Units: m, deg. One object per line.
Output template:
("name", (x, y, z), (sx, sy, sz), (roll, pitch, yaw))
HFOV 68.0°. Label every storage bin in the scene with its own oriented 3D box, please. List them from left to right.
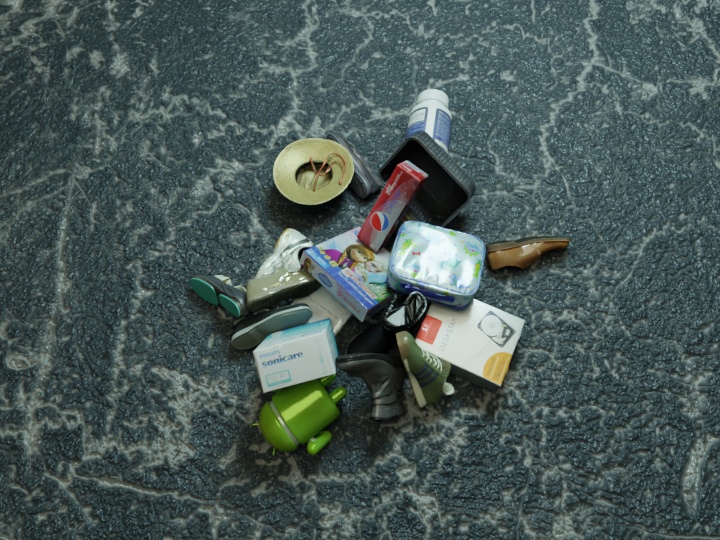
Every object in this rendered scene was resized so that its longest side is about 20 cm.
("storage bin", (0.155, -0.206, 1.236), (0.200, 0.094, 0.135), (45, 119, -3))

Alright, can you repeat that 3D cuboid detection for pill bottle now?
("pill bottle", (0.172, -0.348, 1.345), (0.109, 0.111, 0.203), (7, 68, 8))

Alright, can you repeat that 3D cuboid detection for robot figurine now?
("robot figurine", (-0.123, 0.289, 1.105), (0.199, 0.116, 0.176), (-36, 81, -9))

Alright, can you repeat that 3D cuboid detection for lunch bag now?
("lunch bag", (0.159, -0.011, 1.142), (0.197, 0.083, 0.162), (14, 58, 6))

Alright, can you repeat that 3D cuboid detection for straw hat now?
("straw hat", (-0.114, -0.228, 1.335), (0.197, 0.085, 0.204), (0, 68, 0))

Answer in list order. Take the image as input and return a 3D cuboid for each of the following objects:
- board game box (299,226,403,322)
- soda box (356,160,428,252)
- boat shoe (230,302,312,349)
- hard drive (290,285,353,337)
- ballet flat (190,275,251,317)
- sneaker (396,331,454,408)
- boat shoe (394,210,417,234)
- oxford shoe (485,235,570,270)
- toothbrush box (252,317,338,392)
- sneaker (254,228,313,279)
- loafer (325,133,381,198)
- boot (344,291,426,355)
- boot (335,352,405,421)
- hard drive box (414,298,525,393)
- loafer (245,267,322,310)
("board game box", (0.000, 0.000, 1.195), (0.200, 0.041, 0.199), (41, 40, 19))
("soda box", (0.070, -0.143, 1.200), (0.063, 0.070, 0.201), (36, 119, 9))
("boat shoe", (-0.203, 0.110, 1.199), (0.197, 0.076, 0.061), (-20, 47, 4))
("hard drive", (-0.064, 0.058, 1.244), (0.131, 0.026, 0.201), (34, 74, 17))
("ballet flat", (-0.314, 0.052, 1.243), (0.198, 0.073, 0.074), (22, 70, 35))
("sneaker", (0.137, 0.193, 1.085), (0.089, 0.202, 0.067), (-16, 33, 7))
("boat shoe", (0.135, -0.068, 1.263), (0.068, 0.072, 0.201), (-41, 74, 16))
("oxford shoe", (0.389, -0.042, 1.234), (0.197, 0.071, 0.072), (-10, 95, 1))
("toothbrush box", (-0.124, 0.167, 1.090), (0.144, 0.200, 0.087), (-15, 92, -1))
("sneaker", (-0.180, -0.001, 1.253), (0.087, 0.076, 0.202), (26, 76, 8))
("loafer", (-0.019, -0.270, 1.363), (0.062, 0.072, 0.201), (-20, 68, -35))
("boot", (0.048, 0.125, 1.127), (0.198, 0.168, 0.077), (-31, 72, -8))
("boot", (0.029, 0.236, 1.070), (0.069, 0.198, 0.134), (-10, 72, 45))
("hard drive box", (0.231, 0.147, 1.154), (0.198, 0.077, 0.157), (22, 71, 14))
("loafer", (-0.166, 0.025, 1.192), (0.198, 0.076, 0.069), (-17, 66, -25))
